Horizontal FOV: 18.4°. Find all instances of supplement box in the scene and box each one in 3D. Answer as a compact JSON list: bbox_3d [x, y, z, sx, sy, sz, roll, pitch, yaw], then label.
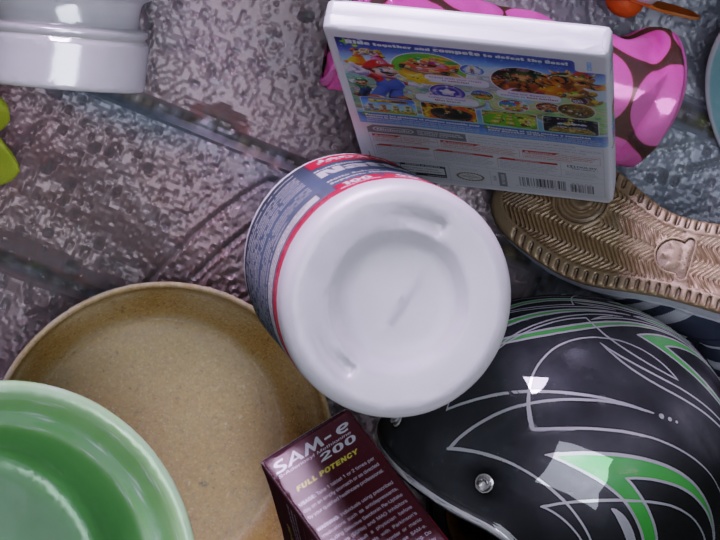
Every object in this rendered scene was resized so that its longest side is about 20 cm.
[{"bbox_3d":[0.028,0.182,1.180,0.061,0.109,0.200,-31,59,-14],"label":"supplement box"}]

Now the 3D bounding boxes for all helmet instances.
[{"bbox_3d":[0.112,0.107,1.233,0.198,0.200,0.192,-16,116,-8],"label":"helmet"}]

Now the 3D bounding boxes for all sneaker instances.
[{"bbox_3d":[0.172,0.002,1.291,0.199,0.109,0.071,20,75,18],"label":"sneaker"}]

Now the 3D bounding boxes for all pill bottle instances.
[{"bbox_3d":[-0.150,-0.197,1.163,0.119,0.120,0.202,3,96,-12],"label":"pill bottle"},{"bbox_3d":[0.000,0.000,1.185,0.118,0.200,0.121,-2,99,-11],"label":"pill bottle"}]

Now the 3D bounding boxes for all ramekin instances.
[{"bbox_3d":[-0.192,0.164,1.159,0.198,0.098,0.202,7,75,-25],"label":"ramekin"}]

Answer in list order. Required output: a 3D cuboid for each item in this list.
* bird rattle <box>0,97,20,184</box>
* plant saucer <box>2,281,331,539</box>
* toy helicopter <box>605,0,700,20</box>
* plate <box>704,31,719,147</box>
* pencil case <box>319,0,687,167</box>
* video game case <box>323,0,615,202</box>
[{"bbox_3d":[-0.285,-0.074,1.173,0.200,0.113,0.163,42,106,-11],"label":"bird rattle"},{"bbox_3d":[-0.115,0.103,1.264,0.198,0.035,0.202,-2,99,-11],"label":"plant saucer"},{"bbox_3d":[0.129,-0.201,1.257,0.198,0.079,0.133,-4,109,0],"label":"toy helicopter"},{"bbox_3d":[0.287,-0.081,1.251,0.201,0.200,0.026,53,55,-14],"label":"plate"},{"bbox_3d":[0.078,-0.120,1.243,0.198,0.091,0.094,15,53,-13],"label":"pencil case"},{"bbox_3d":[0.063,-0.086,1.173,0.142,0.200,0.018,7,72,9],"label":"video game case"}]
